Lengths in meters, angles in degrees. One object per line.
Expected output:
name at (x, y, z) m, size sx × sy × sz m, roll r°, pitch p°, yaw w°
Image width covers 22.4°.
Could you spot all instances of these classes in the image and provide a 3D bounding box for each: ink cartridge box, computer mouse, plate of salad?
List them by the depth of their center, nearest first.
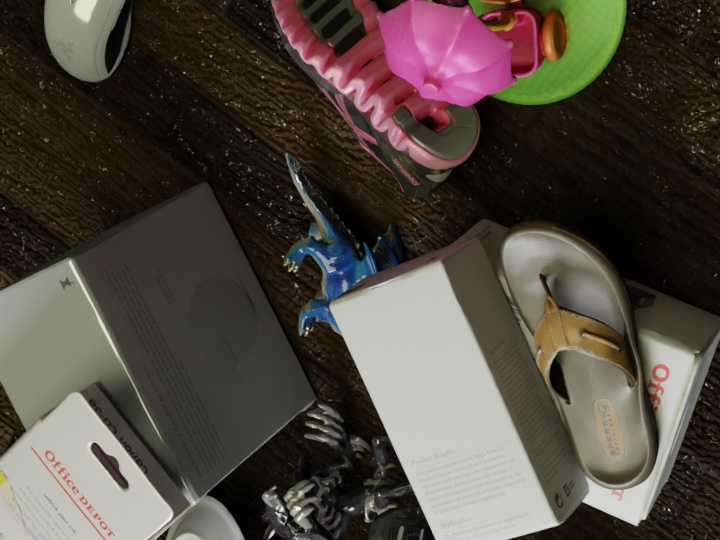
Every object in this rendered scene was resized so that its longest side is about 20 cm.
ink cartridge box at (-0.203, 0.165, 1.296) m, size 0.117 × 0.067 × 0.200 m, roll 50°, pitch 126°, yaw 3°
ink cartridge box at (0.144, 0.072, 1.320) m, size 0.199 × 0.087 × 0.146 m, roll 23°, pitch 116°, yaw 18°
computer mouse at (-0.203, -0.235, 1.401) m, size 0.109 × 0.044 × 0.201 m, roll 23°, pitch 116°, yaw 15°
plate of salad at (-0.117, 0.286, 1.504) m, size 0.200 × 0.048 × 0.202 m, roll 0°, pitch 91°, yaw 61°

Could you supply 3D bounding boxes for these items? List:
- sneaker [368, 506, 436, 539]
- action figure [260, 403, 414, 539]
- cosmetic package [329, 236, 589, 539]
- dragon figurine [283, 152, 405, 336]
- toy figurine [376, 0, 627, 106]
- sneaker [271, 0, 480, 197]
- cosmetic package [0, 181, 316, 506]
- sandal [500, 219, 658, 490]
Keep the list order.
sneaker at (0.038, 0.229, 1.372) m, size 0.079 × 0.200 × 0.075 m, roll 3°, pitch 67°, yaw 21°
action figure at (-0.015, 0.163, 1.413) m, size 0.199 × 0.119 × 0.102 m, roll -24°, pitch 130°, yaw 24°
cosmetic package at (0.070, 0.088, 1.271) m, size 0.101 × 0.074 × 0.201 m, roll -19°, pitch 97°, yaw 31°
dragon figurine at (0.000, 0.000, 1.378) m, size 0.099 × 0.059 × 0.202 m, roll 0°, pitch 108°, yaw 25°
toy figurine at (0.079, -0.189, 1.203) m, size 0.149 × 0.184 × 0.202 m, roll 1°, pitch 108°, yaw 25°
sneaker at (0.001, -0.131, 1.329) m, size 0.200 × 0.079 × 0.096 m, roll 50°, pitch 156°, yaw 17°
cosmetic package at (-0.164, 0.067, 1.398) m, size 0.122 × 0.200 × 0.201 m, roll -23°, pitch 96°, yaw 29°
sandal at (0.147, 0.062, 1.233) m, size 0.081 × 0.055 × 0.202 m, roll -10°, pitch 103°, yaw 26°
